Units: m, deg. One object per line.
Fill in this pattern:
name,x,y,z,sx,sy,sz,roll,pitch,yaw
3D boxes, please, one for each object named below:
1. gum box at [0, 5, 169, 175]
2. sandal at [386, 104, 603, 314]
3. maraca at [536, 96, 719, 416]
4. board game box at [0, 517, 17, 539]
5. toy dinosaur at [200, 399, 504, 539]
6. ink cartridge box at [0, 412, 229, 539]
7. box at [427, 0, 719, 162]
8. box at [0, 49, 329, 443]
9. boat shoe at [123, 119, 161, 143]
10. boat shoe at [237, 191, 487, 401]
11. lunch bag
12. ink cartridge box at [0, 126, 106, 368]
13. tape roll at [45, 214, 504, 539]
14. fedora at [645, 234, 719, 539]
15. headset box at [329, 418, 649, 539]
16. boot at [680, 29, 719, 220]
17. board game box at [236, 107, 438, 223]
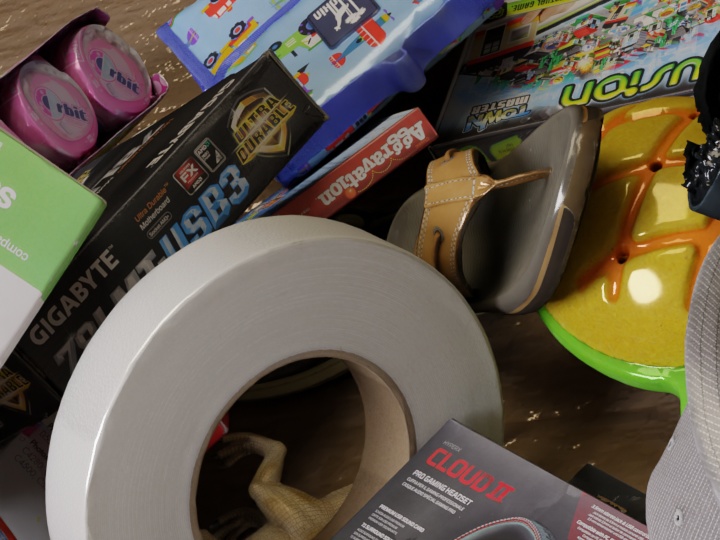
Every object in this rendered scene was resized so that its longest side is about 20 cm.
gum box,-0.190,-0.055,1.456,0.113,0.066,0.200,-40,5,32
sandal,0.044,-0.024,1.164,0.200,0.054,0.082,166,116,-68
maraca,0.147,0.000,1.151,0.137,0.107,0.200,-36,47,-4
board game box,-0.152,0.210,1.072,0.153,0.040,0.200,-45,68,11
toy dinosaur,-0.029,0.117,1.215,0.200,0.058,0.101,-38,44,-22
ink cartridge box,-0.124,0.076,1.257,0.200,0.067,0.116,-43,10,6
box,0.138,-0.102,1.346,0.199,0.035,0.110,-11,40,31
box,-0.129,0.004,1.250,0.200,0.050,0.198,-51,12,-32
boat shoe,-0.136,-0.001,1.420,0.200,0.067,0.057,-39,49,18
boat shoe,0.000,0.000,1.308,0.199,0.065,0.073,-24,35,16
lunch bag,-0.002,-0.114,1.394,0.150,0.094,0.200,-39,22,-2
ink cartridge box,-0.201,0.031,1.101,0.200,0.084,0.145,-57,17,-7
tape roll,-0.031,0.079,1.116,0.203,0.203,0.037,-44,34,-15
fedora,0.166,0.083,1.004,0.090,0.176,0.201,-44,35,37
headset box,0.038,0.155,1.072,0.200,0.075,0.148,-44,34,-14
boot,0.227,-0.074,1.115,0.201,0.168,0.076,-64,2,-32
board game box,-0.020,-0.039,1.332,0.103,0.019,0.200,-36,4,-4
